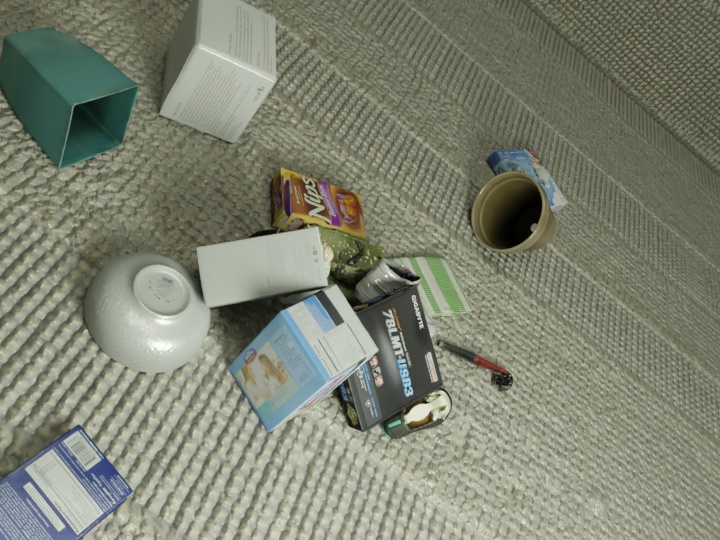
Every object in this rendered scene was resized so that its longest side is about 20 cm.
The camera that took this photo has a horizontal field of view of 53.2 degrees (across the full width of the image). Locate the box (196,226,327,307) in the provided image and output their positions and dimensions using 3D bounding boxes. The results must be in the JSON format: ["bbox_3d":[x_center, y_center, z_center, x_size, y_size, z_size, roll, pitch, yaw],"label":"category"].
[{"bbox_3d":[-0.158,-0.003,1.190,0.196,0.124,0.099,-10,88,-5],"label":"box"}]

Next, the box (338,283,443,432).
[{"bbox_3d":[0.043,0.151,1.280,0.196,0.049,0.203,-22,103,-32],"label":"box"}]

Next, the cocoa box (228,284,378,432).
[{"bbox_3d":[-0.095,0.142,1.154,0.130,0.200,0.134,-25,76,-46],"label":"cocoa box"}]

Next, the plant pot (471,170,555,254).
[{"bbox_3d":[0.404,-0.129,1.808,0.172,0.199,0.202,16,47,-50],"label":"plant pot"}]

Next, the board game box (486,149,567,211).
[{"bbox_3d":[0.479,-0.255,2.059,0.198,0.043,0.201,-12,68,-44],"label":"board game box"}]

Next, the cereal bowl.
[{"bbox_3d":[-0.323,0.053,1.127,0.198,0.083,0.202,21,48,-24],"label":"cereal bowl"}]

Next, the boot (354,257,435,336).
[{"bbox_3d":[0.091,0.053,1.377,0.198,0.096,0.074,29,25,-28],"label":"boot"}]

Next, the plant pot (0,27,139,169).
[{"bbox_3d":[-0.510,-0.307,1.221,0.200,0.142,0.141,42,41,7],"label":"plant pot"}]

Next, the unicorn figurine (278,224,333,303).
[{"bbox_3d":[-0.094,0.032,1.309,0.137,0.202,0.073,33,40,29],"label":"unicorn figurine"}]

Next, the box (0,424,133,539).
[{"bbox_3d":[-0.401,0.300,0.905,0.121,0.032,0.200,49,40,4],"label":"box"}]

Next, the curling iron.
[{"bbox_3d":[0.247,0.197,1.524,0.198,0.026,0.050,32,40,-15],"label":"curling iron"}]

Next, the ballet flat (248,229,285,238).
[{"bbox_3d":[-0.189,-0.031,1.340,0.066,0.058,0.199,26,31,21],"label":"ballet flat"}]

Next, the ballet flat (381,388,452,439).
[{"bbox_3d":[0.125,0.263,1.340,0.198,0.068,0.069,-18,76,-46],"label":"ballet flat"}]

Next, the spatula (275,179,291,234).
[{"bbox_3d":[-0.147,-0.063,1.303,0.020,0.056,0.203,12,93,-16],"label":"spatula"}]

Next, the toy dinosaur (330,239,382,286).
[{"bbox_3d":[0.000,0.000,1.389,0.198,0.089,0.047,30,7,-26],"label":"toy dinosaur"}]

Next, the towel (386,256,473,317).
[{"bbox_3d":[0.146,0.037,1.572,0.198,0.023,0.154,-4,61,-40],"label":"towel"}]

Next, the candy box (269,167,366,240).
[{"bbox_3d":[-0.087,-0.124,1.481,0.197,0.056,0.118,15,51,-29],"label":"candy box"}]

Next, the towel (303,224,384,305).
[{"bbox_3d":[-0.030,-0.003,1.434,0.198,0.036,0.151,16,60,-30],"label":"towel"}]

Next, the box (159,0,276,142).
[{"bbox_3d":[-0.284,-0.410,1.436,0.169,0.200,0.202,18,49,-30],"label":"box"}]
